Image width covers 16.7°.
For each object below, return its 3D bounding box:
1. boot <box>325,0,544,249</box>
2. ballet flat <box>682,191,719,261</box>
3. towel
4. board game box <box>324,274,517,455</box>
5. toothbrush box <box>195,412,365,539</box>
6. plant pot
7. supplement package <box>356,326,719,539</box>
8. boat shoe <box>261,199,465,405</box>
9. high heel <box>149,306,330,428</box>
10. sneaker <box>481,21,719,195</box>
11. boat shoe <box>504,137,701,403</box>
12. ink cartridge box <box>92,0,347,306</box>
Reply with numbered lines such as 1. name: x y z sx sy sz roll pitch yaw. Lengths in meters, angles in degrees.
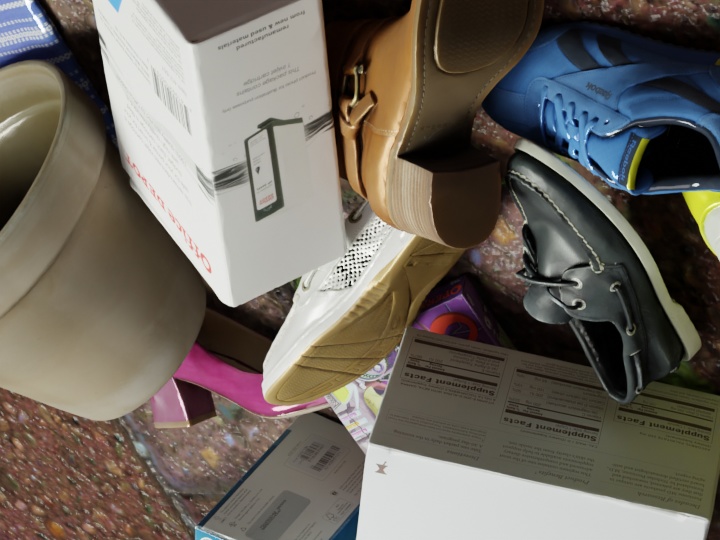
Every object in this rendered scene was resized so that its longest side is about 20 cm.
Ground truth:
1. boot: 0.025 -0.121 1.327 0.155 0.073 0.201 34 119 59
2. ballet flat: 0.235 0.005 1.295 0.200 0.067 0.067 43 140 -7
3. towel: -0.229 -0.114 1.583 0.144 0.024 0.200 -6 126 42
4. board game box: 0.066 0.106 1.539 0.120 0.032 0.200 -27 113 20
5. toothbrush box: -0.043 0.221 1.660 0.085 0.146 0.201 20 130 22
6. plant pot: -0.194 -0.002 1.531 0.199 0.201 0.173 -11 139 45
7. supplement package: 0.104 0.145 1.459 0.199 0.111 0.156 13 129 7
8. boat shoe: 0.000 0.000 1.457 0.200 0.071 0.069 -49 58 30
9. high heel: -0.068 0.047 1.604 0.199 0.067 0.097 -9 96 28
10. sneaker: 0.129 -0.079 1.270 0.199 0.078 0.066 14 129 39
11. boat shoe: 0.120 0.007 1.346 0.074 0.066 0.199 37 171 40
12. ink cartridge box: -0.081 -0.104 1.377 0.146 0.084 0.201 51 157 38
